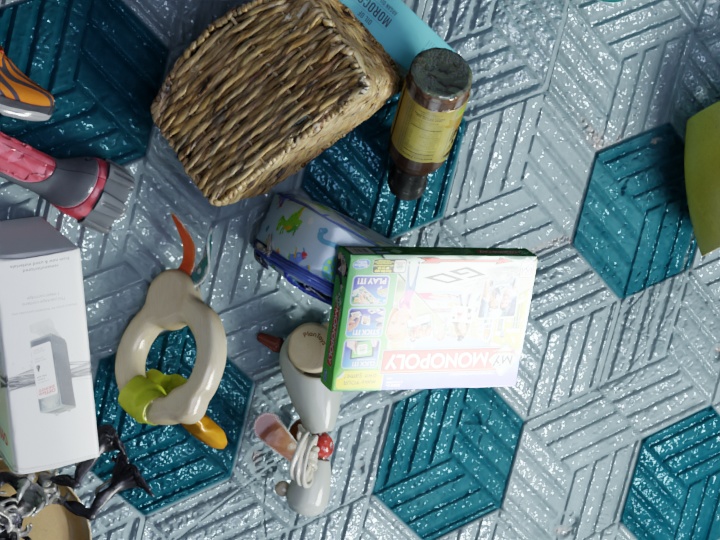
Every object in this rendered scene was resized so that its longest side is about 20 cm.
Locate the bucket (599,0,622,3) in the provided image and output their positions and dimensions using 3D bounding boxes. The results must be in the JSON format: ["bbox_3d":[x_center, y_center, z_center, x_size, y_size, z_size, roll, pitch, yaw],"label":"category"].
[{"bbox_3d":[0.238,-0.375,1.537,0.206,0.135,0.209,-6,110,-16],"label":"bucket"}]

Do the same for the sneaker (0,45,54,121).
[{"bbox_3d":[-0.345,-0.211,1.364,0.199,0.078,0.113,24,94,-27],"label":"sneaker"}]

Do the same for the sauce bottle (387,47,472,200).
[{"bbox_3d":[0.061,-0.136,1.514,0.064,0.200,0.065,4,63,-8],"label":"sauce bottle"}]

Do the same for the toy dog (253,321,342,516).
[{"bbox_3d":[-0.068,0.136,1.564,0.132,0.096,0.201,63,37,-61],"label":"toy dog"}]

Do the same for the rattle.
[{"bbox_3d":[-0.152,0.061,1.528,0.142,0.130,0.201,21,68,-38],"label":"rattle"}]

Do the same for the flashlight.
[{"bbox_3d":[-0.305,-0.102,1.414,0.199,0.068,0.068,27,102,-30],"label":"flashlight"}]

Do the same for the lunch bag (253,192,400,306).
[{"bbox_3d":[0.000,0.000,1.526,0.199,0.161,0.083,26,92,-28],"label":"lunch bag"}]

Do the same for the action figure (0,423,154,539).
[{"bbox_3d":[-0.299,0.229,1.457,0.199,0.102,0.119,-33,126,-15],"label":"action figure"}]

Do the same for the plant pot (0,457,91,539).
[{"bbox_3d":[-0.361,0.273,1.510,0.199,0.027,0.201,-6,105,-22],"label":"plant pot"}]

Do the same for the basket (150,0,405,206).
[{"bbox_3d":[-0.082,-0.172,1.457,0.200,0.149,0.143,-36,87,17],"label":"basket"}]

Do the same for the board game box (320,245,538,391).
[{"bbox_3d":[0.066,0.045,1.466,0.199,0.029,0.135,0,108,-25],"label":"board game box"}]

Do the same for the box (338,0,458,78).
[{"bbox_3d":[0.002,-0.253,1.506,0.200,0.082,0.049,39,85,-27],"label":"box"}]

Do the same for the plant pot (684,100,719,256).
[{"bbox_3d":[0.431,-0.122,1.688,0.199,0.200,0.143,-25,86,-16],"label":"plant pot"}]

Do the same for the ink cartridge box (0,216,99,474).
[{"bbox_3d":[-0.302,0.065,1.416,0.084,0.146,0.201,-8,107,-23],"label":"ink cartridge box"}]
